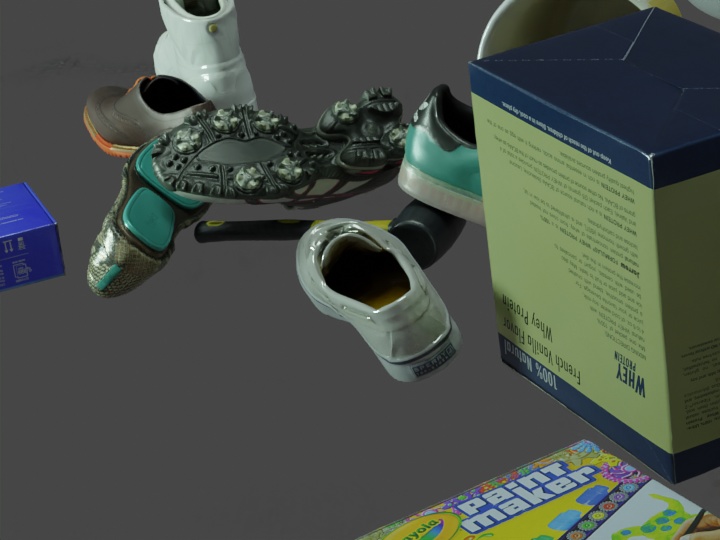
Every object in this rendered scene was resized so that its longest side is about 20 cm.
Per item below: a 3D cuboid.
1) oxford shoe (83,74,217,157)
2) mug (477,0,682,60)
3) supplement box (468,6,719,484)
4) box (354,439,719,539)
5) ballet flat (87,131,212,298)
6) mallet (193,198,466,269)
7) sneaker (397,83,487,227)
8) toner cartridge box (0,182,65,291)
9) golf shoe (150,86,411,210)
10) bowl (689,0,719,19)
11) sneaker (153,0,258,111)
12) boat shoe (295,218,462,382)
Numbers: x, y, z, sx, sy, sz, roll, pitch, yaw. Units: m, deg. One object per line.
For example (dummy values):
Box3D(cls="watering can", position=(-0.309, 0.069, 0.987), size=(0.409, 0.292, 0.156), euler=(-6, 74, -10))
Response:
Box3D(cls="oxford shoe", position=(-0.158, -0.125, 1.824), size=(0.071, 0.073, 0.200), euler=(-23, 28, -29))
Box3D(cls="mug", position=(0.187, -0.145, 1.733), size=(0.149, 0.187, 0.153), euler=(-34, 5, 24))
Box3D(cls="supplement box", position=(0.175, -0.020, 1.341), size=(0.134, 0.200, 0.200), euler=(-18, 26, -21))
Box3D(cls="box", position=(0.103, 0.202, 0.878), size=(0.122, 0.200, 0.193), euler=(-21, 27, -25))
Box3D(cls="ballet flat", position=(-0.153, -0.038, 1.645), size=(0.075, 0.068, 0.200), euler=(-46, 9, 26))
Box3D(cls="mallet", position=(-0.020, -0.032, 1.632), size=(0.200, 0.041, 0.066), euler=(3, 26, 32))
Box3D(cls="sneaker", position=(0.124, -0.065, 1.558), size=(0.200, 0.080, 0.071), euler=(18, 29, 11))
Box3D(cls="toner cartridge box", position=(-0.317, -0.006, 1.648), size=(0.200, 0.043, 0.095), euler=(-15, 24, -16))
Box3D(cls="golf shoe", position=(-0.055, -0.069, 1.647), size=(0.200, 0.088, 0.077), euler=(-8, 60, -24))
Box3D(cls="bowl", position=(0.345, -0.246, 1.918), size=(0.201, 0.090, 0.201), euler=(-7, 24, 3))
Box3D(cls="sneaker", position=(-0.133, -0.200, 1.933), size=(0.074, 0.116, 0.200), euler=(-16, 24, -13))
Box3D(cls="boat shoe", position=(0.000, 0.000, 1.490), size=(0.071, 0.070, 0.200), euler=(-32, 30, -3))
